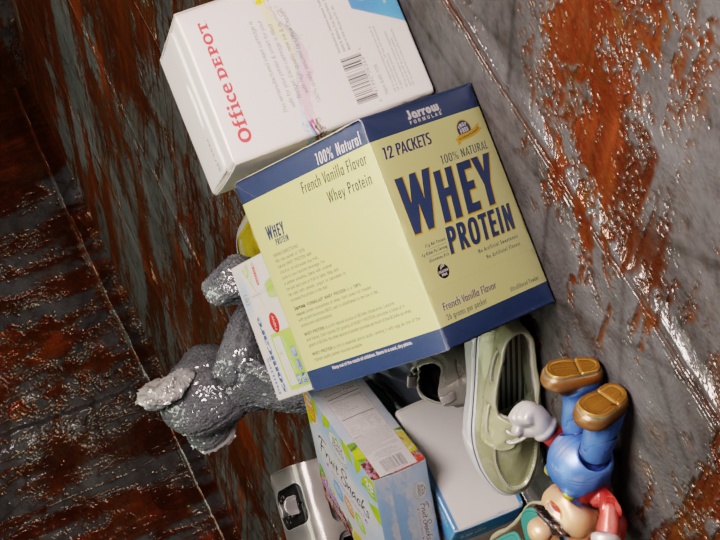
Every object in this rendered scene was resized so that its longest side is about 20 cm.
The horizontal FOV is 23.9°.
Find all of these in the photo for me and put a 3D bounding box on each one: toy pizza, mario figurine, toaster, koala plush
[{"bbox_3d":[0.016,0.094,1.877,0.200,0.032,0.200,32,163,11],"label":"toy pizza"},{"bbox_3d":[0.169,0.178,1.413,0.124,0.105,0.201,-71,-18,-56],"label":"mario figurine"},{"bbox_3d":[0.009,0.304,2.046,0.119,0.199,0.182,135,121,-71],"label":"toaster"},{"bbox_3d":[-0.151,0.123,1.959,0.184,0.200,0.177,60,-174,37],"label":"koala plush"}]

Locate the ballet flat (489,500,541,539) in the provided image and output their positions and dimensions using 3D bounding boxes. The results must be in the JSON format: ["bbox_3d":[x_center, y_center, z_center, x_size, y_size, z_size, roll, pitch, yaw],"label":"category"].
[{"bbox_3d":[0.174,0.250,1.593,0.070,0.069,0.200,66,160,8],"label":"ballet flat"}]

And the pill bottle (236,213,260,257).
[{"bbox_3d":[-0.078,-0.050,1.979,0.200,0.114,0.115,134,113,-74],"label":"pill bottle"}]

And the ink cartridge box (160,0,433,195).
[{"bbox_3d":[-0.064,-0.181,1.573,0.146,0.199,0.147,144,104,-75],"label":"ink cartridge box"}]

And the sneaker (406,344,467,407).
[{"bbox_3d":[0.075,0.089,1.682,0.200,0.082,0.075,-164,54,-72],"label":"sneaker"}]

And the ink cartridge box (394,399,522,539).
[{"bbox_3d":[0.092,0.231,1.817,0.200,0.084,0.145,99,147,-65],"label":"ink cartridge box"}]

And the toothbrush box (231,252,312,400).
[{"bbox_3d":[-0.034,0.035,1.667,0.200,0.086,0.146,-23,87,64],"label":"toothbrush box"}]

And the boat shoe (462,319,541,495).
[{"bbox_3d":[0.132,0.127,1.556,0.062,0.072,0.201,-132,28,-59],"label":"boat shoe"}]

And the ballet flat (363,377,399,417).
[{"bbox_3d":[0.019,0.179,1.931,0.200,0.076,0.064,54,172,-38],"label":"ballet flat"}]

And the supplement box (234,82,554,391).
[{"bbox_3d":[0.026,-0.026,1.472,0.200,0.134,0.201,-22,90,51],"label":"supplement box"}]

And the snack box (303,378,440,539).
[{"bbox_3d":[0.013,0.219,1.784,0.200,0.067,0.169,-132,26,-53],"label":"snack box"}]
